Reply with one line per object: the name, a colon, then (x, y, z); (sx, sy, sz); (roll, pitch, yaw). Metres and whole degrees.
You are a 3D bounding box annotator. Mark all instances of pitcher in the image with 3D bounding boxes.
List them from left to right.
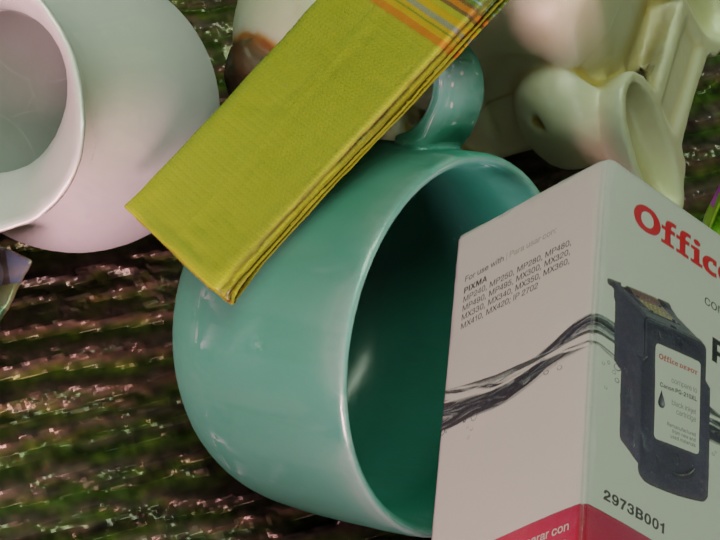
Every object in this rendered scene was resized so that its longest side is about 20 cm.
pitcher: (-0.138, -0.093, 1.104); (0.121, 0.200, 0.173); (-21, 84, 11)

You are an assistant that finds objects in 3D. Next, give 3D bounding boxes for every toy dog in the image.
toy dog: (0.036, -0.100, 1.172); (0.199, 0.194, 0.140); (-2, 62, 31)

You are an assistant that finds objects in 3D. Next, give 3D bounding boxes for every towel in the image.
towel: (-0.004, -0.078, 1.043); (0.200, 0.018, 0.086); (-47, 38, -3)

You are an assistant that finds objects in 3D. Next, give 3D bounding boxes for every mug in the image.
mug: (0.003, 0.010, 1.090); (0.114, 0.152, 0.186); (8, 63, 38)

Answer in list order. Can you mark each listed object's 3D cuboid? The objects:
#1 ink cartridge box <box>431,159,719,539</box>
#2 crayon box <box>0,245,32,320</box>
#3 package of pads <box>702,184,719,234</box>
ink cartridge box: (0.106, 0.082, 0.991); (0.144, 0.084, 0.201); (32, 47, -30)
crayon box: (-0.230, 0.054, 1.043); (0.125, 0.052, 0.201); (24, 79, 9)
package of pads: (0.248, 0.002, 1.155); (0.199, 0.069, 0.155); (23, 23, 9)
